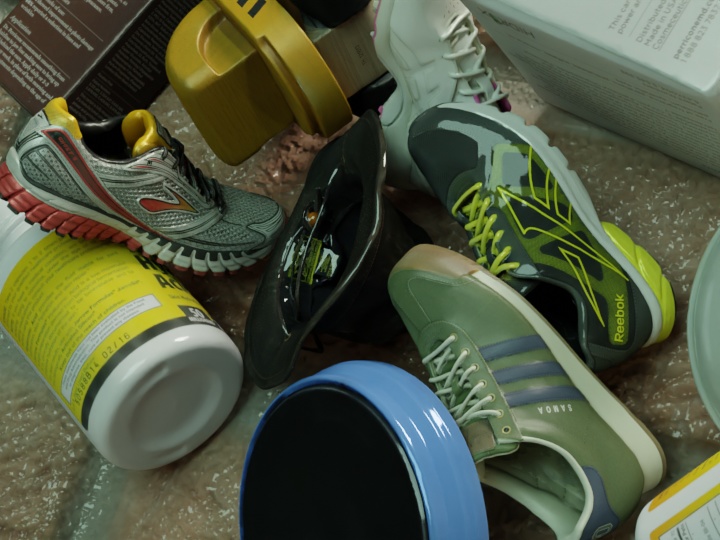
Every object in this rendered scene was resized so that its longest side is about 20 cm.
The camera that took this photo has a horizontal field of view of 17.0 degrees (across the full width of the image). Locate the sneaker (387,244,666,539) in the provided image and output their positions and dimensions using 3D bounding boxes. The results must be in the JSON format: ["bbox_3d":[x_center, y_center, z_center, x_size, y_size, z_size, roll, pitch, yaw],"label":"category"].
[{"bbox_3d":[0.080,0.077,1.383,0.200,0.067,0.090,43,50,3],"label":"sneaker"}]

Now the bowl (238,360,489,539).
[{"bbox_3d":[-0.004,0.153,1.409,0.201,0.039,0.201,4,96,52],"label":"bowl"}]

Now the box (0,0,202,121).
[{"bbox_3d":[-0.167,-0.185,1.696,0.200,0.075,0.100,-49,54,2],"label":"box"}]

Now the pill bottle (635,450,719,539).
[{"bbox_3d":[0.226,0.142,1.299,0.200,0.109,0.109,-40,54,27],"label":"pill bottle"}]

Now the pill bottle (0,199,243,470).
[{"bbox_3d":[-0.173,0.028,1.575,0.111,0.111,0.200,-46,56,2],"label":"pill bottle"}]

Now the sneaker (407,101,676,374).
[{"bbox_3d":[0.097,-0.020,1.428,0.200,0.074,0.085,43,48,12],"label":"sneaker"}]

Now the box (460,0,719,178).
[{"bbox_3d":[0.203,-0.182,1.437,0.200,0.171,0.199,29,83,32],"label":"box"}]

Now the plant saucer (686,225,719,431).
[{"bbox_3d":[0.271,0.028,1.351,0.200,0.050,0.200,-4,82,27],"label":"plant saucer"}]

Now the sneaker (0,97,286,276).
[{"bbox_3d":[-0.130,-0.054,1.544,0.082,0.200,0.078,-61,37,20],"label":"sneaker"}]

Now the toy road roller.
[{"bbox_3d":[-0.068,-0.160,1.572,0.146,0.123,0.200,-36,46,-7],"label":"toy road roller"}]

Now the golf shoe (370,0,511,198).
[{"bbox_3d":[0.058,-0.122,1.489,0.091,0.200,0.075,26,53,25],"label":"golf shoe"}]

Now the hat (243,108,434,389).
[{"bbox_3d":[0.000,0.000,1.497,0.201,0.081,0.201,-58,17,29],"label":"hat"}]
